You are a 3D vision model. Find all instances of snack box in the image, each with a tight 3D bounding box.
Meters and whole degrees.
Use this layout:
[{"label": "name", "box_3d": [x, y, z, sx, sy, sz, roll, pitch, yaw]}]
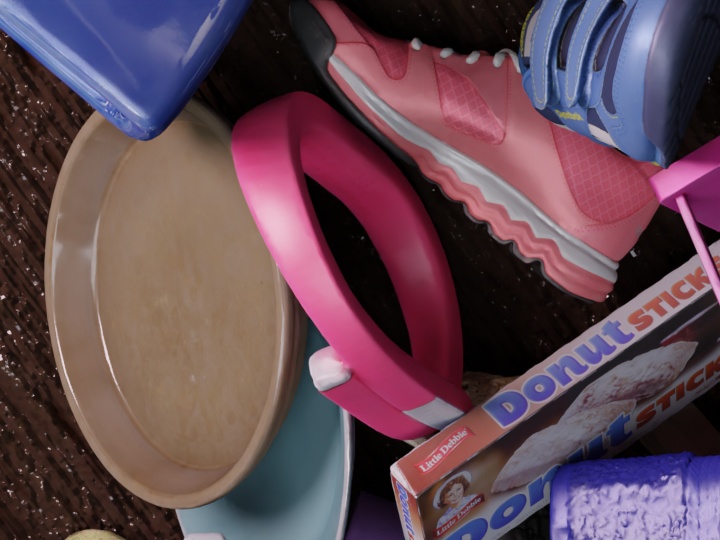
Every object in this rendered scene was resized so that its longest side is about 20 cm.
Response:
[{"label": "snack box", "box_3d": [0.102, 0.064, 1.204, 0.200, 0.024, 0.072, -33, 143, -17]}]

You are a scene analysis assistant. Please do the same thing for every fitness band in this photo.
[{"label": "fitness band", "box_3d": [0.000, 0.000, 1.175, 0.037, 0.144, 0.200, -24, 154, 16]}]

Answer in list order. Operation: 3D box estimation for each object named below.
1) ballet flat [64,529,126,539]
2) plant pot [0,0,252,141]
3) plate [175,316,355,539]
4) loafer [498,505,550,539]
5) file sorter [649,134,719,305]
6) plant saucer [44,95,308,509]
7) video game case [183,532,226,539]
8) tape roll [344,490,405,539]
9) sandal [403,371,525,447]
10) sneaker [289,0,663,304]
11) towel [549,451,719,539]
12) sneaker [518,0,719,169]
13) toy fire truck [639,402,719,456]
[{"label": "ballet flat", "box_3d": [-0.106, 0.231, 1.383, 0.070, 0.071, 0.201, -19, 110, 19]}, {"label": "plant pot", "box_3d": [-0.109, -0.184, 1.101, 0.200, 0.200, 0.180, 40, 89, -7]}, {"label": "plate", "box_3d": [-0.045, 0.071, 1.248, 0.025, 0.200, 0.201, -5, 121, -29]}, {"label": "loafer", "box_3d": [0.114, 0.201, 1.314, 0.071, 0.073, 0.200, -29, 113, 26]}, {"label": "file sorter", "box_3d": [0.257, -0.024, 1.120, 0.200, 0.139, 0.126, -32, 64, 23]}, {"label": "plant saucer", "box_3d": [-0.087, 0.012, 1.235, 0.200, 0.029, 0.201, 8, 100, 50]}, {"label": "video game case", "box_3d": [-0.075, 0.241, 1.232, 0.023, 0.182, 0.201, -1, 72, -8]}, {"label": "tape roll", "box_3d": [-0.005, 0.213, 1.278, 0.065, 0.200, 0.201, 20, 118, 2]}, {"label": "sandal", "box_3d": [0.100, 0.081, 1.279, 0.211, 0.078, 0.070, 29, 98, -10]}, {"label": "sneaker", "box_3d": [0.056, -0.075, 1.214, 0.200, 0.074, 0.087, 39, 92, -4]}, {"label": "towel", "box_3d": [0.176, 0.151, 1.138, 0.199, 0.049, 0.149, -7, 73, 32]}, {"label": "sneaker", "box_3d": [0.106, -0.088, 1.096, 0.082, 0.200, 0.074, 25, 86, 2]}, {"label": "toy fire truck", "box_3d": [0.204, 0.147, 1.230, 0.199, 0.176, 0.129, 18, 120, 19]}]
